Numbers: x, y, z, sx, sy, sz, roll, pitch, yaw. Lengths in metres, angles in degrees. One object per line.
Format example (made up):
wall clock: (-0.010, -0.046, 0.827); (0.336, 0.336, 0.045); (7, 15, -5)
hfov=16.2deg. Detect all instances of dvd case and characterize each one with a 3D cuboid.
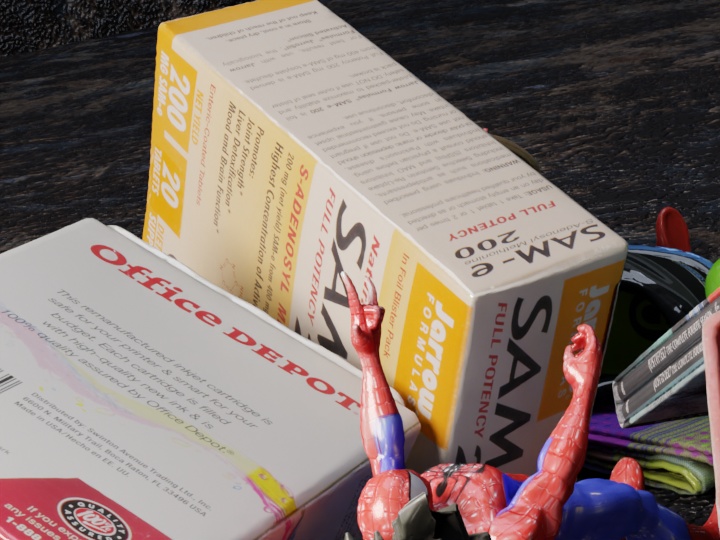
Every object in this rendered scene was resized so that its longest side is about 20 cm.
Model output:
dvd case: (0.170, 0.015, 0.802); (0.145, 0.022, 0.200); (-8, -11, -9)

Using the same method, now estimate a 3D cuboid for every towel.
towel: (0.119, 0.054, 1.043); (0.143, 0.023, 0.200); (-16, 14, -38)

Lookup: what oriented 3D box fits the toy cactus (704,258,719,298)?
toy cactus: (0.218, -0.037, 0.886); (0.199, 0.103, 0.165); (-15, 7, -13)

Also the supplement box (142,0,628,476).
supplement box: (0.000, 0.000, 0.936); (0.073, 0.127, 0.200); (-17, 40, -33)

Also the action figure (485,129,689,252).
action figure: (0.069, -0.023, 1.190); (0.065, 0.099, 0.200); (-13, -2, -29)

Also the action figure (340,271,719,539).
action figure: (0.056, 0.049, 0.792); (0.065, 0.100, 0.200); (-3, -2, 32)

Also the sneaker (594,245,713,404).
sneaker: (0.051, 0.020, 1.018); (0.199, 0.071, 0.083); (0, 7, 18)

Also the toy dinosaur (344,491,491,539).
toy dinosaur: (-0.024, 0.119, 0.659); (0.135, 0.102, 0.200); (-22, 28, 12)

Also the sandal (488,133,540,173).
sandal: (0.003, -0.022, 1.112); (0.212, 0.077, 0.070); (-43, 26, 42)

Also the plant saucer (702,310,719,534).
plant saucer: (0.189, 0.082, 0.616); (0.199, 0.037, 0.200); (-6, 44, 8)

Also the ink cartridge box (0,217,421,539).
ink cartridge box: (-0.091, 0.071, 0.801); (0.145, 0.083, 0.200); (30, 24, 16)
